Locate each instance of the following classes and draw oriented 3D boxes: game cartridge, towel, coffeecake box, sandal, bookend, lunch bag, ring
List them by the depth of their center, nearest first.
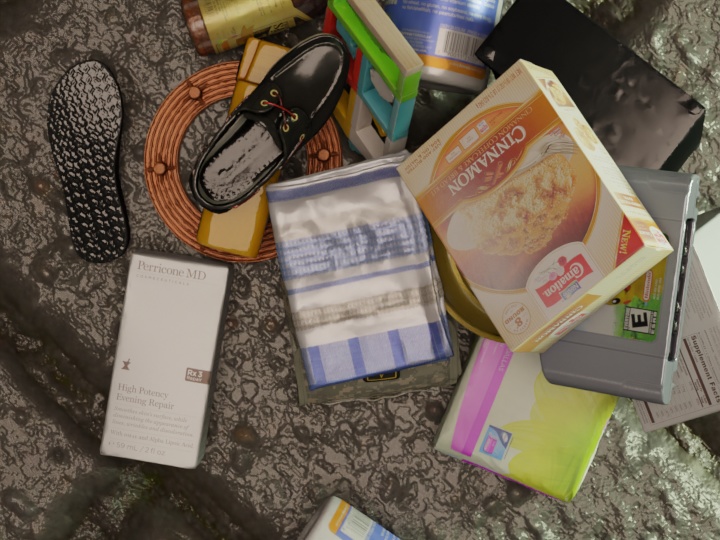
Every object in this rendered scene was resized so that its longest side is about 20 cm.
[{"bbox_3d":[0.149,-0.054,1.515,0.153,0.073,0.201,-40,69,22],"label":"coffeecake box"},{"bbox_3d":[0.222,0.008,1.534,0.132,0.040,0.202,8,93,34],"label":"game cartridge"},{"bbox_3d":[0.000,0.000,1.612,0.146,0.024,0.202,-12,94,2],"label":"towel"},{"bbox_3d":[0.221,-0.161,1.657,0.198,0.200,0.092,39,92,11],"label":"bookend"},{"bbox_3d":[0.007,0.030,1.688,0.163,0.118,0.202,-8,97,-6],"label":"lunch bag"},{"bbox_3d":[-0.267,-0.109,1.726,0.075,0.048,0.202,-2,105,0],"label":"sandal"},{"bbox_3d":[-0.117,-0.108,1.733,0.198,0.019,0.202,0,92,1],"label":"ring"}]

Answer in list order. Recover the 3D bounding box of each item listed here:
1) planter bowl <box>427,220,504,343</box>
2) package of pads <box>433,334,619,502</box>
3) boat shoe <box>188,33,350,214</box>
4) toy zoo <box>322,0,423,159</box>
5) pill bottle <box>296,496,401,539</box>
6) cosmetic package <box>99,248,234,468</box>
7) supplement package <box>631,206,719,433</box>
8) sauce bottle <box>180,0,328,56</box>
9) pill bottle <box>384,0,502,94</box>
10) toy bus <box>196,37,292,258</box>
[{"bbox_3d":[0.161,-0.031,1.620,0.199,0.083,0.202,0,90,-15],"label":"planter bowl"},{"bbox_3d":[0.178,0.110,1.712,0.153,0.068,0.201,22,92,0],"label":"package of pads"},{"bbox_3d":[-0.080,-0.134,1.609,0.074,0.063,0.202,42,92,-8],"label":"boat shoe"},{"bbox_3d":[0.004,-0.176,1.652,0.020,0.200,0.132,-25,65,-21],"label":"toy zoo"},{"bbox_3d":[0.022,0.319,1.701,0.199,0.112,0.112,35,92,-1],"label":"pill bottle"},{"bbox_3d":[-0.189,0.085,1.715,0.101,0.074,0.202,8,93,0],"label":"cosmetic package"},{"bbox_3d":[0.312,0.038,1.630,0.110,0.200,0.157,-21,92,27],"label":"supplement package"},{"bbox_3d":[-0.074,-0.268,1.703,0.198,0.066,0.067,-18,92,3],"label":"sauce bottle"},{"bbox_3d":[0.084,-0.277,1.671,0.111,0.112,0.202,10,92,0],"label":"pill bottle"},{"bbox_3d":[-0.104,-0.119,1.679,0.065,0.078,0.202,15,97,-5],"label":"toy bus"}]
